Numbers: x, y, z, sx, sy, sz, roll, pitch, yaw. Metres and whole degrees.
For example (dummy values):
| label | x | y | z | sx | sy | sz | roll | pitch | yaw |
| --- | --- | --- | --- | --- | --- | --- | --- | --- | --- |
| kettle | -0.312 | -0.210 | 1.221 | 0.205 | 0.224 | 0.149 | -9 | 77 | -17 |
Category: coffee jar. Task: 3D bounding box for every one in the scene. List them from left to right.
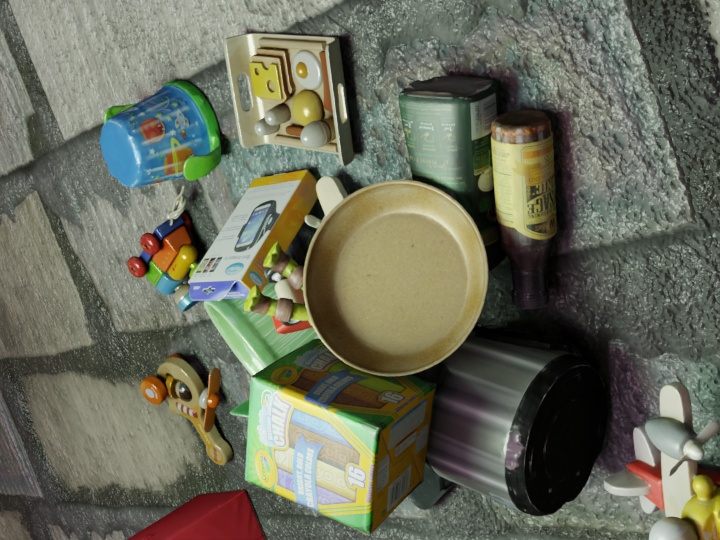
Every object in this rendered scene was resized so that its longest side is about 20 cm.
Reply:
| label | x | y | z | sx | sy | sz | roll | pitch | yaw |
| --- | --- | --- | --- | --- | --- | --- | --- | --- | --- |
| coffee jar | 0.102 | -0.099 | 1.195 | 0.103 | 0.085 | 0.203 | 11 | 118 | 36 |

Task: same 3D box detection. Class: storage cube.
| label | x | y | z | sx | sy | sz | roll | pitch | yaw |
| --- | --- | --- | --- | --- | --- | --- | --- | --- | --- |
| storage cube | -0.266 | 0.485 | 1.866 | 0.199 | 0.178 | 0.173 | -20 | 96 | 52 |

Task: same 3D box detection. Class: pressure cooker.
| label | x | y | z | sx | sy | sz | roll | pitch | yaw |
| --- | --- | --- | --- | --- | --- | --- | --- | --- | --- |
| pressure cooker | 0.144 | 0.154 | 1.216 | 0.198 | 0.178 | 0.179 | 15 | 124 | 42 |

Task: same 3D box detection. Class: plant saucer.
| label | x | y | z | sx | sy | sz | roll | pitch | yaw |
| --- | --- | --- | --- | --- | --- | --- | --- | --- | --- |
| plant saucer | 0.038 | 0.009 | 1.163 | 0.196 | 0.035 | 0.204 | -3 | 79 | 16 |

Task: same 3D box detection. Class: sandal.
| label | x | y | z | sx | sy | sz | roll | pitch | yaw |
| --- | --- | --- | --- | --- | --- | --- | --- | --- | --- |
| sandal | 0.098 | 0.250 | 1.425 | 0.075 | 0.048 | 0.202 | 47 | 139 | 20 |

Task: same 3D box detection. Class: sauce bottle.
| label | x | y | z | sx | sy | sz | roll | pitch | yaw |
| --- | --- | --- | --- | --- | --- | --- | --- | --- | --- |
| sauce bottle | 0.171 | -0.060 | 1.158 | 0.065 | 0.066 | 0.203 | 16 | 124 | 42 |

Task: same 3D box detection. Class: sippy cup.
| label | x | y | z | sx | sy | sz | roll | pitch | yaw |
| --- | --- | --- | --- | --- | --- | --- | --- | --- | --- |
| sippy cup | -0.283 | -0.179 | 1.553 | 0.177 | 0.129 | 0.142 | -13 | 100 | 51 |

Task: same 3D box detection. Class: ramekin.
| label | x | y | z | sx | sy | sz | roll | pitch | yaw |
| --- | --- | --- | --- | --- | --- | --- | --- | --- | --- |
| ramekin | -0.108 | 0.089 | 1.479 | 0.200 | 0.097 | 0.201 | 48 | 166 | 16 |

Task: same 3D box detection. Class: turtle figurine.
| label | x | y | z | sx | sy | sz | roll | pitch | yaw |
| --- | --- | --- | --- | --- | --- | --- | --- | --- | --- |
| turtle figurine | -0.036 | 0.032 | 1.236 | 0.159 | 0.064 | 0.202 | 27 | 102 | -10 |

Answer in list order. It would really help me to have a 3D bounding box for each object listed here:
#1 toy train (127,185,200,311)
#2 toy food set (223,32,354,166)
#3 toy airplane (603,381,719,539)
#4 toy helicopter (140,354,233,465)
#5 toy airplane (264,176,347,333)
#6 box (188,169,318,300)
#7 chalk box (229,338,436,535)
| label | x | y | z | sx | sy | sz | roll | pitch | yaw |
| --- | --- | --- | --- | --- | --- | --- | --- | --- | --- |
| toy train | -0.258 | -0.027 | 1.656 | 0.116 | 0.084 | 0.200 | 47 | 140 | 4 |
| toy food set | -0.090 | -0.209 | 1.372 | 0.198 | 0.060 | 0.146 | 14 | 121 | 43 |
| toy airplane | 0.316 | 0.231 | 1.092 | 0.201 | 0.140 | 0.200 | 50 | 140 | 15 |
| toy helicopter | -0.256 | 0.227 | 1.814 | 0.131 | 0.079 | 0.202 | -12 | 112 | 41 |
| toy airplane | 0.000 | 0.000 | 1.339 | 0.197 | 0.141 | 0.203 | 15 | 84 | 33 |
| box | -0.138 | -0.035 | 1.422 | 0.118 | 0.202 | 0.041 | -3 | 142 | 49 |
| chalk box | -0.040 | 0.157 | 1.158 | 0.197 | 0.124 | 0.126 | 19 | 116 | 26 |
